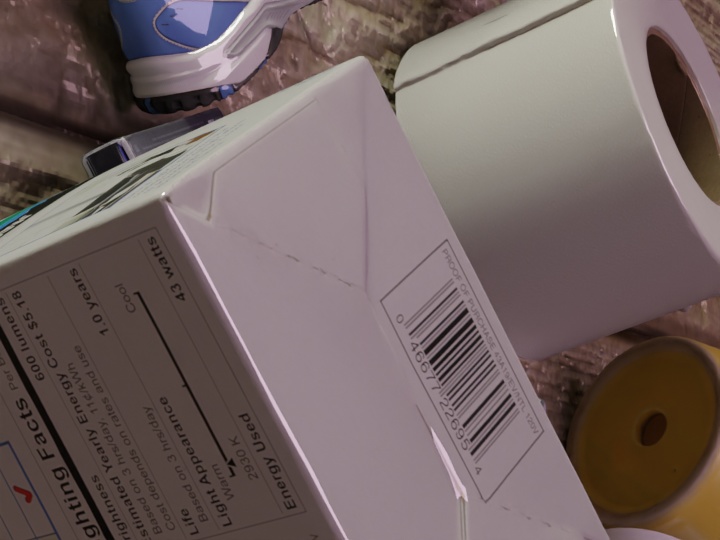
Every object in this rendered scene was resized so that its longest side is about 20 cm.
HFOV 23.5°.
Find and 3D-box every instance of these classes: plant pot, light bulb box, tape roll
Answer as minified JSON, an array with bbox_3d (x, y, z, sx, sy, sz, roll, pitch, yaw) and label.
[{"bbox_3d":[0.242,0.138,1.131,0.189,0.200,0.202,32,54,-33],"label":"plant pot"},{"bbox_3d":[-0.057,0.065,0.587,0.125,0.199,0.199,-40,107,-51],"label":"light bulb box"},{"bbox_3d":[0.128,-0.064,0.991,0.203,0.139,0.204,43,35,-41],"label":"tape roll"}]

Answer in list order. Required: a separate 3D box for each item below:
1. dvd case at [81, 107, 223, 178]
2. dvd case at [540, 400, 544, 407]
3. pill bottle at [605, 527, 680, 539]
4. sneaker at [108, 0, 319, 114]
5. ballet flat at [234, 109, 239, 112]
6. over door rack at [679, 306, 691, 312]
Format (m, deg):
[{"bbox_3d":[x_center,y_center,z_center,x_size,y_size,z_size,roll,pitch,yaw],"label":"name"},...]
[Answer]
[{"bbox_3d":[-0.044,0.030,0.741,0.201,0.025,0.150,65,13,-4],"label":"dvd case"},{"bbox_3d":[0.046,0.171,0.822,0.151,0.025,0.201,-56,155,-33],"label":"dvd case"},{"bbox_3d":[0.151,0.258,1.006,0.113,0.112,0.201,51,41,-40],"label":"pill bottle"},{"bbox_3d":[-0.054,-0.155,0.803,0.077,0.075,0.200,67,32,-30],"label":"sneaker"},{"bbox_3d":[0.000,0.000,0.859,0.201,0.071,0.069,64,36,-27],"label":"ballet flat"},{"bbox_3d":[0.246,-0.028,1.269,0.200,0.066,0.148,-83,152,-64],"label":"over door rack"}]
